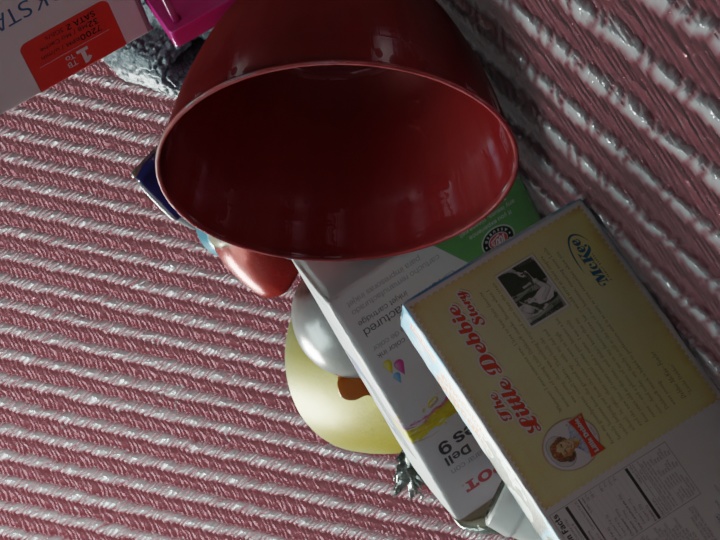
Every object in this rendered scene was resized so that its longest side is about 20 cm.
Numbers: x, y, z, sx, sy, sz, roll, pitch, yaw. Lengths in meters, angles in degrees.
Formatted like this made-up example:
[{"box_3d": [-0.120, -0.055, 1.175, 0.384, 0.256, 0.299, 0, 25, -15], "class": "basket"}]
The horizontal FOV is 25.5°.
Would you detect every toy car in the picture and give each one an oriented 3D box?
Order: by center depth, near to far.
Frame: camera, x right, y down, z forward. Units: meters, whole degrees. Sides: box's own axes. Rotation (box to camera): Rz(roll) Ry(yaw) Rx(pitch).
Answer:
[{"box_3d": [0.000, 0.000, 1.178, 0.201, 0.176, 0.184, 62, 160, -11], "class": "toy car"}]

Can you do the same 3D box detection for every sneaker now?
[{"box_3d": [0.122, 0.134, 0.926, 0.084, 0.073, 0.200, 23, -173, 7], "class": "sneaker"}]

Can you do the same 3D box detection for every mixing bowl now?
[{"box_3d": [-0.013, -0.099, 0.888, 0.200, 0.199, 0.109, 64, -158, -58], "class": "mixing bowl"}]

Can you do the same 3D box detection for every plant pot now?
[{"box_3d": [0.053, 0.079, 1.433, 0.142, 0.200, 0.201, 11, 137, 56], "class": "plant pot"}]

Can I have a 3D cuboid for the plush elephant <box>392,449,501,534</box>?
[{"box_3d": [0.110, 0.125, 1.285, 0.165, 0.154, 0.201, -49, -29, -55], "class": "plush elephant"}]

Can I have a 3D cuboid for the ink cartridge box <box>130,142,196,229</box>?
[{"box_3d": [-0.059, -0.110, 1.037, 0.043, 0.196, 0.200, 45, 179, -2], "class": "ink cartridge box"}]

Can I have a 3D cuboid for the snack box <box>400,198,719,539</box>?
[{"box_3d": [0.121, 0.073, 0.826, 0.200, 0.116, 0.037, 57, 169, 18], "class": "snack box"}]

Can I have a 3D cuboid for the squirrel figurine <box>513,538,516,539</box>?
[{"box_3d": [0.150, 0.260, 1.266, 0.142, 0.199, 0.187, 64, -168, 4], "class": "squirrel figurine"}]

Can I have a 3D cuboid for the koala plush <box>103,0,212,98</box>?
[{"box_3d": [-0.116, -0.239, 1.125, 0.178, 0.183, 0.200, 55, 163, 30], "class": "koala plush"}]

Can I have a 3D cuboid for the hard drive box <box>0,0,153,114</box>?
[{"box_3d": [-0.222, -0.185, 0.865, 0.077, 0.155, 0.200, 52, 169, 36], "class": "hard drive box"}]

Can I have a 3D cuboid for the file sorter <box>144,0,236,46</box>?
[{"box_3d": [-0.105, -0.261, 0.916, 0.200, 0.139, 0.126, 55, 172, 35], "class": "file sorter"}]

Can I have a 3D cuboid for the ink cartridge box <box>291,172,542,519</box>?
[{"box_3d": [0.067, 0.038, 1.031, 0.200, 0.145, 0.088, 61, 174, -32], "class": "ink cartridge box"}]
